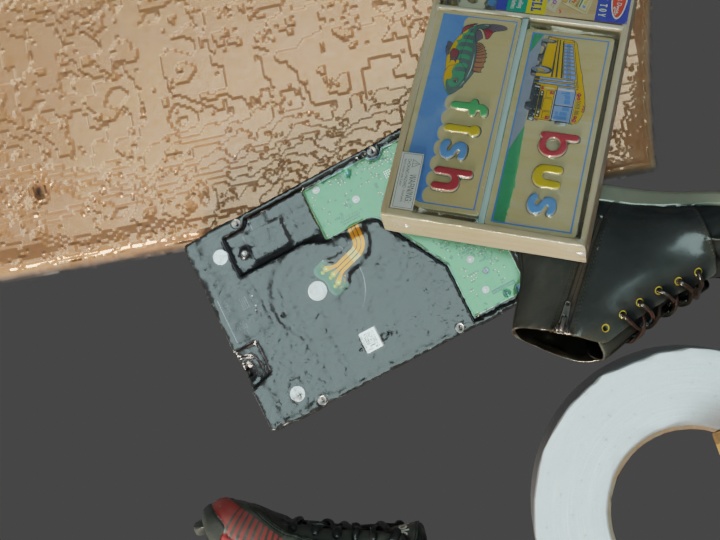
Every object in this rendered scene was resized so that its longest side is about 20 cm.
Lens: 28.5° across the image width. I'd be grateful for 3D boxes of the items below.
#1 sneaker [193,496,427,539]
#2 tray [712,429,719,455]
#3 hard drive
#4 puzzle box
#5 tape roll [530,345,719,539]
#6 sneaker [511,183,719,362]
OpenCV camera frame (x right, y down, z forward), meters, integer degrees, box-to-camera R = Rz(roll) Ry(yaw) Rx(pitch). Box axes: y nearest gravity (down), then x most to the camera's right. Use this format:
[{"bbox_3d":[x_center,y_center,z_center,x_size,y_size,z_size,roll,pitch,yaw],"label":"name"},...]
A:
[{"bbox_3d":[-0.009,0.191,0.921,0.199,0.071,0.099,30,92,4],"label":"sneaker"},{"bbox_3d":[0.299,0.110,0.844,0.198,0.037,0.100,-18,85,-37],"label":"tray"},{"bbox_3d":[0.000,0.000,0.943,0.198,0.038,0.141,-28,85,5],"label":"hard drive"},{"bbox_3d":[0.098,-0.109,0.902,0.131,0.025,0.202,9,69,13],"label":"puzzle box"},{"bbox_3d":[0.207,0.150,0.901,0.197,0.066,0.203,0,89,6],"label":"tape roll"},{"bbox_3d":[0.194,0.011,0.889,0.197,0.075,0.108,6,68,11],"label":"sneaker"}]
